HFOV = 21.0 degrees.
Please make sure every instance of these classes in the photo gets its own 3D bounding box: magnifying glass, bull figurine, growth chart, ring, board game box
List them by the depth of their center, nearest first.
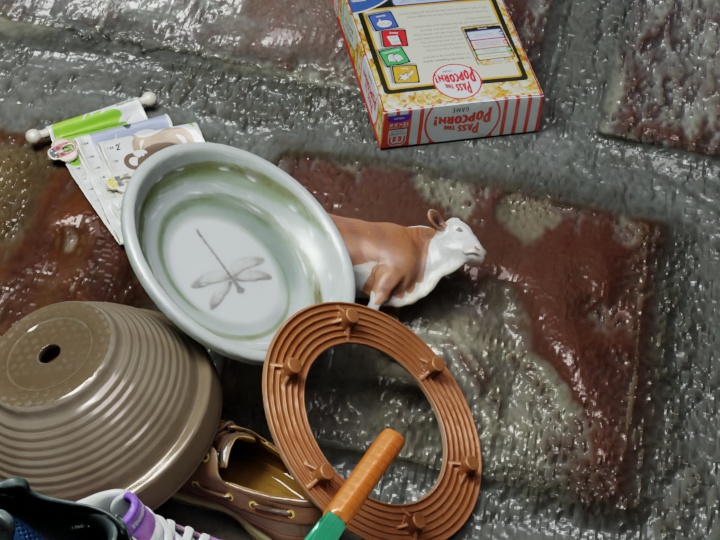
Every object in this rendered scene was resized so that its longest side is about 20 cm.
[{"bbox_3d":[-0.029,0.188,1.324,0.022,0.080,0.201,37,59,-3],"label":"magnifying glass"},{"bbox_3d":[0.014,0.110,1.436,0.199,0.019,0.202,23,49,-29],"label":"ring"},{"bbox_3d":[0.000,0.000,1.572,0.198,0.065,0.122,9,53,10],"label":"bull figurine"},{"bbox_3d":[-0.177,-0.081,1.665,0.144,0.018,0.200,-26,55,-27],"label":"growth chart"},{"bbox_3d":[0.068,-0.203,1.780,0.150,0.047,0.201,-6,48,-11],"label":"board game box"}]

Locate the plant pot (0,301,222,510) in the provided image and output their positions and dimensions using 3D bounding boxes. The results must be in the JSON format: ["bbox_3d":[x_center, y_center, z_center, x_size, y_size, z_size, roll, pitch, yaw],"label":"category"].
[{"bbox_3d":[-0.207,0.089,1.412,0.199,0.093,0.202,-12,45,12],"label":"plant pot"}]

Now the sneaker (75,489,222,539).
[{"bbox_3d":[-0.127,0.201,1.343,0.198,0.115,0.073,-1,45,-8],"label":"sneaker"}]

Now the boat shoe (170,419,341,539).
[{"bbox_3d":[-0.098,0.139,1.433,0.199,0.068,0.072,28,51,20],"label":"boat shoe"}]

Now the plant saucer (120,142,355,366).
[{"bbox_3d":[-0.100,-0.004,1.484,0.199,0.050,0.202,21,46,-23],"label":"plant saucer"}]

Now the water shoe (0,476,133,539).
[{"bbox_3d":[-0.165,0.199,1.251,0.199,0.079,0.072,26,50,-20],"label":"water shoe"}]
